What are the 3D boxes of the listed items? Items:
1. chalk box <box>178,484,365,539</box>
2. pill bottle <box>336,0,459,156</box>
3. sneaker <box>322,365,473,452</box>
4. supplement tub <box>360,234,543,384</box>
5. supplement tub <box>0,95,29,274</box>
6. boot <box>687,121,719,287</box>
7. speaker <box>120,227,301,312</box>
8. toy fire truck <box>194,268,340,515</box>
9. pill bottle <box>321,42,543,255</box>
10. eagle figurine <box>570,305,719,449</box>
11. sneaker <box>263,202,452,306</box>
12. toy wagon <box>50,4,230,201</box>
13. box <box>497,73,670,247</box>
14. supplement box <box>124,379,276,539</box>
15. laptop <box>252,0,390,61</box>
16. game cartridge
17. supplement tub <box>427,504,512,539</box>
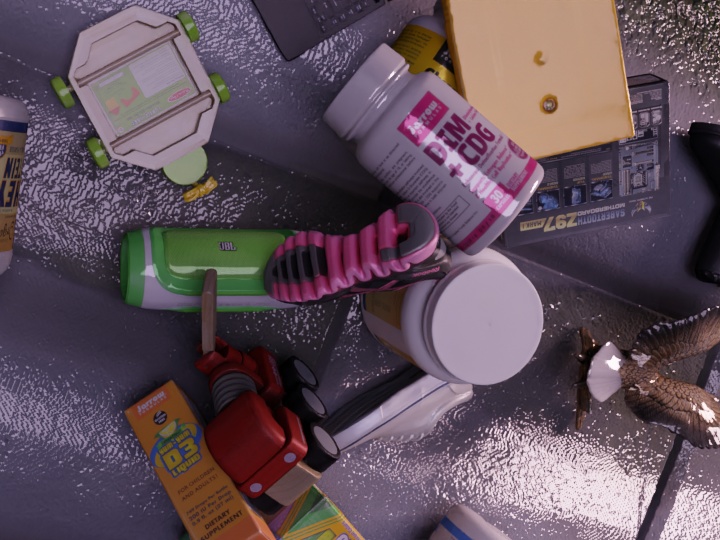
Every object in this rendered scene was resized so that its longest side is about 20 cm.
[{"bbox_3d":[-0.104,0.317,1.162,0.200,0.124,0.125,-43,123,-9],"label":"chalk box"},{"bbox_3d":[0.072,-0.197,1.162,0.112,0.112,0.200,35,86,-20],"label":"pill bottle"},{"bbox_3d":[0.046,0.165,1.230,0.199,0.073,0.071,-28,103,-13],"label":"sneaker"},{"bbox_3d":[0.094,0.039,1.159,0.144,0.200,0.145,-3,100,-19],"label":"supplement tub"},{"bbox_3d":[-0.391,-0.070,1.006,0.144,0.144,0.201,7,96,-20],"label":"supplement tub"},{"bbox_3d":[0.454,-0.069,1.331,0.200,0.076,0.169,28,85,-27],"label":"boot"},{"bbox_3d":[-0.146,-0.002,1.132,0.199,0.088,0.089,0,98,-19],"label":"speaker"},{"bbox_3d":[-0.118,0.115,1.087,0.129,0.176,0.200,-42,122,13],"label":"toy fire truck"},{"bbox_3d":[0.068,-0.118,1.047,0.200,0.113,0.113,40,85,-4],"label":"pill bottle"},{"bbox_3d":[0.358,0.119,1.292,0.152,0.199,0.151,73,28,-46],"label":"eagle figurine"},{"bbox_3d":[0.000,0.000,1.068,0.095,0.199,0.079,37,47,-53],"label":"sneaker"},{"bbox_3d":[-0.212,-0.164,1.110,0.155,0.040,0.201,-30,107,-12],"label":"toy wagon"},{"bbox_3d":[0.239,-0.121,1.191,0.199,0.051,0.158,-11,113,-7],"label":"box"},{"bbox_3d":[-0.165,0.211,1.103,0.066,0.200,0.069,-35,149,-5],"label":"supplement box"},{"bbox_3d":[-0.027,-0.338,1.101,0.200,0.103,0.178,-31,106,-5],"label":"laptop"},{"bbox_3d":[0.181,-0.216,1.109,0.176,0.032,0.201,-13,100,-8],"label":"game cartridge"},{"bbox_3d":[0.106,0.386,1.254,0.132,0.132,0.200,39,85,-20],"label":"supplement tub"}]
